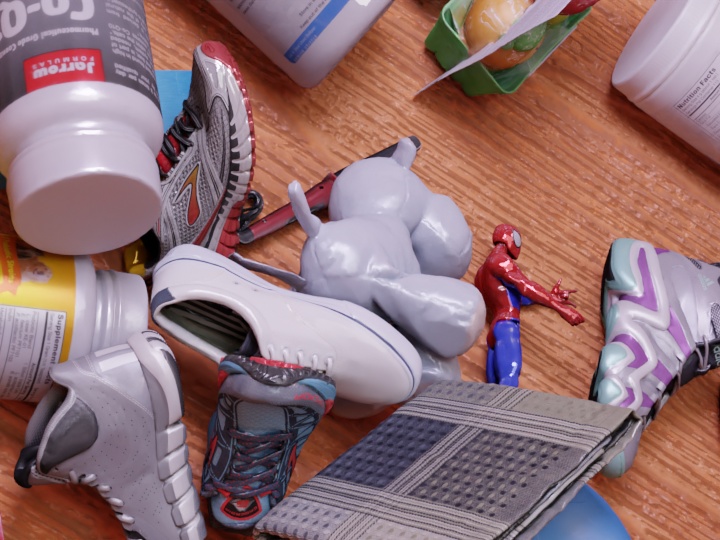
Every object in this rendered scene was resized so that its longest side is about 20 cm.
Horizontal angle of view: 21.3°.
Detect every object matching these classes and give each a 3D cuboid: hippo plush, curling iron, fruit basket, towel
[{"bbox_3d":[0.000,0.000,1.405,0.199,0.159,0.161,34,34,-14],"label":"hippo plush"},{"bbox_3d":[-0.031,-0.068,1.460,0.199,0.026,0.050,-23,83,-30],"label":"curling iron"},{"bbox_3d":[0.148,-0.211,1.500,0.094,0.200,0.185,52,57,-14],"label":"fruit basket"},{"bbox_3d":[0.057,0.139,1.232,0.192,0.199,0.035,-36,115,-32],"label":"towel"}]

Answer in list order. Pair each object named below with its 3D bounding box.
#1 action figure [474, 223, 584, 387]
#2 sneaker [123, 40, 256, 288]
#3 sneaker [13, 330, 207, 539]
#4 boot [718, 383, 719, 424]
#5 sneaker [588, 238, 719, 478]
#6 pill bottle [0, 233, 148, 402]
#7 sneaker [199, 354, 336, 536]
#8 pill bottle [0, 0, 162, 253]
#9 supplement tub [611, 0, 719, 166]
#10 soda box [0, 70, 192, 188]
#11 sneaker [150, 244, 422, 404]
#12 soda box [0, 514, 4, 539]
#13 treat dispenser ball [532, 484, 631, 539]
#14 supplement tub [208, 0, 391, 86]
[{"bbox_3d":[0.134,0.060,1.461,0.098,0.065,0.201,5,69,-14],"label":"action figure"},{"bbox_3d":[-0.120,-0.065,1.331,0.082,0.201,0.078,2,31,-17],"label":"sneaker"},{"bbox_3d":[-0.169,0.144,1.264,0.115,0.075,0.201,-13,107,-17],"label":"sneaker"},{"bbox_3d":[0.357,0.067,1.554,0.097,0.075,0.201,29,59,-8],"label":"boot"},{"bbox_3d":[0.251,0.072,1.480,0.139,0.078,0.201,9,65,3],"label":"sneaker"},{"bbox_3d":[-0.247,0.029,1.275,0.199,0.109,0.110,8,67,-22],"label":"pill bottle"},{"bbox_3d":[-0.065,0.123,1.266,0.079,0.200,0.096,10,65,-3],"label":"sneaker"},{"bbox_3d":[-0.191,-0.122,1.263,0.113,0.114,0.201,1,58,-24],"label":"pill bottle"},{"bbox_3d":[0.324,-0.149,1.593,0.199,0.132,0.132,35,60,-7],"label":"supplement tub"},{"bbox_3d":[-0.201,-0.102,1.375,0.199,0.064,0.068,-2,70,-25],"label":"soda box"},{"bbox_3d":[-0.054,0.053,1.307,0.199,0.073,0.071,21,36,-5],"label":"sneaker"},{"bbox_3d":[-0.251,0.253,1.205,0.063,0.070,0.201,-2,71,-24],"label":"soda box"},{"bbox_3d":[0.093,0.225,1.296,0.200,0.201,0.202,9,66,-21],"label":"treat dispenser ball"},{"bbox_3d":[-0.068,-0.249,1.446,0.200,0.132,0.132,43,59,-4],"label":"supplement tub"}]
